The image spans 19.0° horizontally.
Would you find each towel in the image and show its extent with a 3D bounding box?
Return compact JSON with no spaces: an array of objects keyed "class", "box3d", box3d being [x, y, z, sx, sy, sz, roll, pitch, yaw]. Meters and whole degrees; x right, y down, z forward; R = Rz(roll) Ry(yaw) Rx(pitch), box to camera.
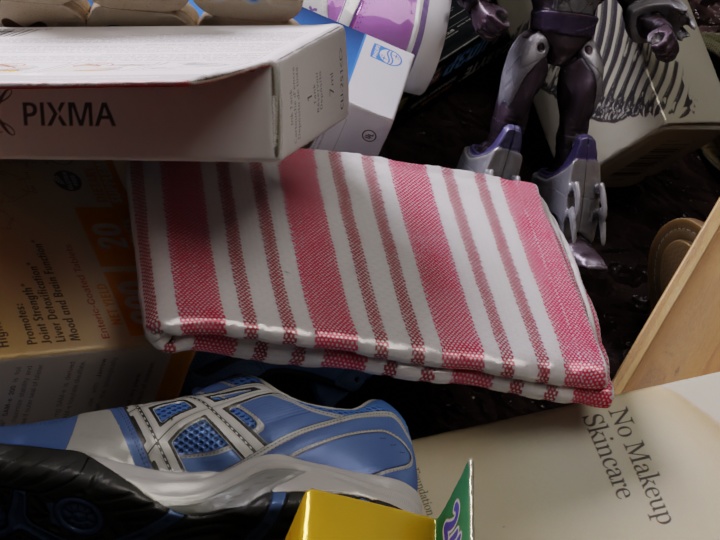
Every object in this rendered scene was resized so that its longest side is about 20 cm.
[{"class":"towel","box3d":[0.000,0.000,0.905,0.198,0.030,0.147,8,32,-14]}]

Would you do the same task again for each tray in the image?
[{"class":"tray","box3d":[0.175,0.048,0.993,0.098,0.037,0.201,31,75,6]}]

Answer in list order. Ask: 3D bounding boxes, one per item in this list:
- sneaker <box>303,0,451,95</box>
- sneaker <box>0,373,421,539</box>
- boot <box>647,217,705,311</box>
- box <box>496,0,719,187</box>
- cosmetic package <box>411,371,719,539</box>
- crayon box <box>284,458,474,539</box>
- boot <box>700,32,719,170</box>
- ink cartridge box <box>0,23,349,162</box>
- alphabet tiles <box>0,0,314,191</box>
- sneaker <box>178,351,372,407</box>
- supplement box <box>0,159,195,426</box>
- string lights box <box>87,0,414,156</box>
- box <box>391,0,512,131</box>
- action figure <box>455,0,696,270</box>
[{"class":"sneaker","box3d":[-0.007,-0.185,1.117,0.113,0.073,0.201,15,43,-9]},{"class":"sneaker","box3d":[-0.071,0.085,0.852,0.198,0.076,0.077,5,42,5]},{"class":"boot","box3d":[0.246,0.042,1.088,0.154,0.074,0.201,-22,70,-41]},{"class":"box","box3d":[0.122,-0.151,1.156,0.068,0.082,0.202,-4,69,-46]},{"class":"cosmetic package","box3d":[0.105,0.113,0.891,0.198,0.073,0.104,-13,49,-11]},{"class":"crayon box","box3d":[-0.017,0.167,0.721,0.051,0.201,0.126,14,42,-11]},{"class":"boot","box3d":[0.278,-0.073,1.219,0.154,0.072,0.200,-8,47,-34]},{"class":"ink cartridge box","box3d":[-0.123,-0.065,0.840,0.198,0.045,0.176,1,14,17]},{"class":"alphabet tiles","box3d":[-0.117,-0.105,0.939,0.194,0.201,0.015,5,50,8]},{"class":"sneaker","box3d":[-0.010,0.026,0.986,0.199,0.066,0.079,-10,79,-42]},{"class":"supplement box","box3d":[-0.183,0.015,0.888,0.198,0.074,0.127,-5,49,-31]},{"class":"string lights box","box3d":[-0.086,-0.089,1.023,0.199,0.103,0.059,23,41,-4]},{"class":"box","box3d":[-0.011,-0.153,1.171,0.159,0.046,0.200,39,43,13]},{"class":"action figure","box3d":[0.099,-0.107,1.063,0.129,0.202,0.069,7,9,-12]}]
